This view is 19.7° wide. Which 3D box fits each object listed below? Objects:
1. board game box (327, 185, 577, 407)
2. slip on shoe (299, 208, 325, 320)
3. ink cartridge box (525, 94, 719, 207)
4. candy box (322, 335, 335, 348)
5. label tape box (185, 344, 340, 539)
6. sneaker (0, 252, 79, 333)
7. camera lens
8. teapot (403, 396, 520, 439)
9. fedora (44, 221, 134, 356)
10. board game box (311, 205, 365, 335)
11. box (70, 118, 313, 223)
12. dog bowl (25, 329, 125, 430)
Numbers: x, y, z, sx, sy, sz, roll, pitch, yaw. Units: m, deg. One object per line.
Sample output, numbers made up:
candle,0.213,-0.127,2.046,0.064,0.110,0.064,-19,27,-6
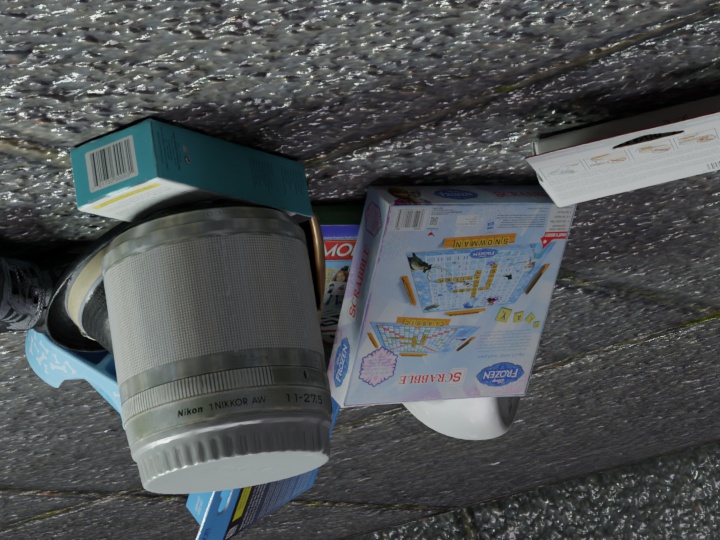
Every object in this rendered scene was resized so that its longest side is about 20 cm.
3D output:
board game box,0.080,0.021,1.840,0.199,0.200,0.041,-1,-153,-30
slip on shoe,-0.061,0.037,1.732,0.076,0.201,0.061,3,-176,-30
ink cartridge box,0.239,-0.110,1.696,0.199,0.044,0.174,-13,165,12
candy box,-0.114,0.085,2.007,0.199,0.116,0.055,-4,134,-18
label tape box,-0.097,0.156,1.852,0.200,0.066,0.144,-25,140,-54
sneaker,-0.286,0.011,1.747,0.113,0.076,0.200,-8,171,-12
camera lens,-0.109,0.057,1.577,0.159,0.201,0.160,-9,166,-2
teapot,0.080,0.071,2.042,0.145,0.198,0.200,3,156,16
fedora,-0.167,0.032,1.735,0.200,0.092,0.201,-32,159,-14
board game box,0.000,0.000,1.858,0.199,0.029,0.135,-1,133,-31
box,-0.127,-0.066,1.599,0.082,0.049,0.200,-18,164,30
dog bowl,-0.209,0.073,1.853,0.112,0.199,0.050,-50,162,-34
